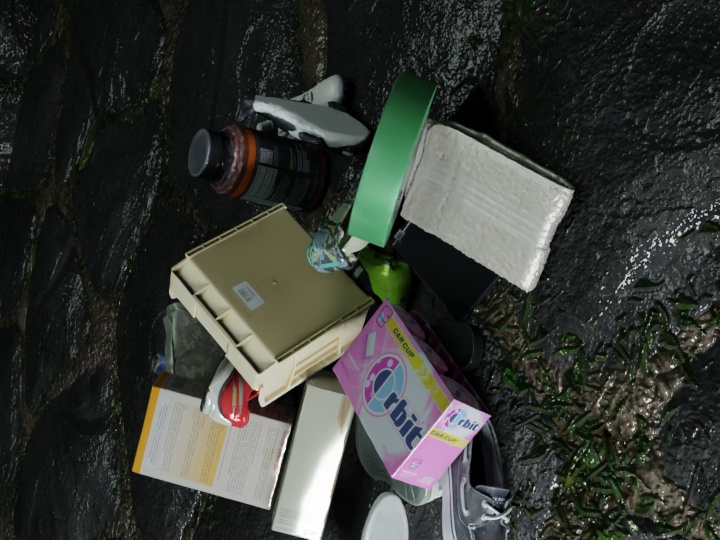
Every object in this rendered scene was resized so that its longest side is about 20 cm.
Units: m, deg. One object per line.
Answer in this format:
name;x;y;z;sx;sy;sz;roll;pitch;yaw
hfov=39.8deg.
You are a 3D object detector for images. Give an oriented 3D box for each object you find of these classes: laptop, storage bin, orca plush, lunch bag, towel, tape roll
laptop;0.131;-0.083;1.218;0.188;0.115;0.201;-52;15;34
storage bin;-0.118;0.042;1.300;0.200;0.197;0.094;46;145;20
orca plush;-0.082;-0.195;1.439;0.106;0.196;0.072;-82;0;-48
lunch bag;-0.206;0.139;1.486;0.117;0.197;0.167;-27;61;48
towel;0.138;-0.078;1.122;0.199;0.034;0.134;34;122;29
tape roll;0.039;-0.131;1.178;0.200;0.047;0.204;20;-91;-87

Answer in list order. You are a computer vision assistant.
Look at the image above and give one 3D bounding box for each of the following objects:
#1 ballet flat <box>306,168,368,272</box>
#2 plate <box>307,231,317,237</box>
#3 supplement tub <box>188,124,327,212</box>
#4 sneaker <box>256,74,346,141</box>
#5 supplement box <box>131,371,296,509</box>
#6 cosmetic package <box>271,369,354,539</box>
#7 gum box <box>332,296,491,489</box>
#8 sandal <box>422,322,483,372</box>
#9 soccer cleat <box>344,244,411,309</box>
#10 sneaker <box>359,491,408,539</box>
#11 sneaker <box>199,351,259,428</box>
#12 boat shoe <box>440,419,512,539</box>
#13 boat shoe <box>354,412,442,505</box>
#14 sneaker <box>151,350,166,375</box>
ballet flat;0.008;-0.071;1.293;0.074;0.074;0.201;-14;37;53
plate;-0.096;0.039;1.422;0.197;0.026;0.204;-8;71;23
supplement tub;-0.154;-0.155;1.481;0.106;0.197;0.109;-20;64;51
sneaker;-0.091;-0.239;1.524;0.199;0.072;0.073;-30;57;47
supplement box;-0.198;0.231;1.360;0.074;0.197;0.128;-89;15;-80
cosmetic package;-0.061;0.243;1.330;0.105;0.070;0.204;-100;24;-81
gum box;0.051;0.135;1.143;0.114;0.066;0.201;-53;39;16
sandal;0.069;0.097;1.229;0.199;0.047;0.077;-20;66;52
soccer cleat;0.000;0.000;1.344;0.199;0.067;0.083;32;121;53
sneaker;0.002;0.348;1.225;0.099;0.070;0.204;32;122;51
sneaker;-0.148;0.134;1.341;0.077;0.084;0.201;-57;6;45
boat shoe;0.134;0.256;1.085;0.068;0.071;0.203;-39;45;45
boat shoe;0.051;0.223;1.223;0.201;0.064;0.076;26;115;60
sneaker;-0.273;0.161;1.608;0.077;0.200;0.077;-3;67;14
